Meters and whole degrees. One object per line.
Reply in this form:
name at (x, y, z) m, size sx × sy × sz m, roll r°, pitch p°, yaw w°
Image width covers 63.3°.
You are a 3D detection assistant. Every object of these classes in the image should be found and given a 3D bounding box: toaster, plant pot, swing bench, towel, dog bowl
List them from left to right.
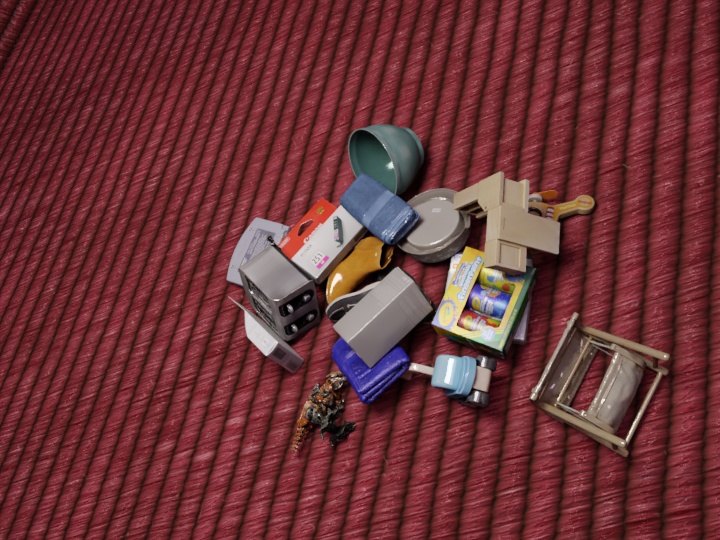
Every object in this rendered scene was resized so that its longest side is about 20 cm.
toaster at (-0.202, 0.049, 1.452) m, size 0.118 × 0.182 × 0.200 m, roll -35°, pitch 58°, yaw -23°
towel at (0.017, 0.199, 1.349) m, size 0.148 × 0.050 × 0.200 m, roll -43°, pitch 36°, yaw 0°
towel at (0.044, -0.151, 1.444) m, size 0.112 × 0.049 × 0.200 m, roll -46°, pitch 59°, yaw -2°
plant pot at (0.080, -0.292, 1.513) m, size 0.134 × 0.201 × 0.200 m, roll -29°, pitch 57°, yaw -25°
dog bowl at (0.180, -0.106, 1.433) m, size 0.199 × 0.059 × 0.201 m, roll -15°, pitch 50°, yaw 19°
swing bench at (0.474, 0.226, 1.165) m, size 0.199 × 0.130 × 0.200 m, roll 26°, pitch 79°, yaw 33°

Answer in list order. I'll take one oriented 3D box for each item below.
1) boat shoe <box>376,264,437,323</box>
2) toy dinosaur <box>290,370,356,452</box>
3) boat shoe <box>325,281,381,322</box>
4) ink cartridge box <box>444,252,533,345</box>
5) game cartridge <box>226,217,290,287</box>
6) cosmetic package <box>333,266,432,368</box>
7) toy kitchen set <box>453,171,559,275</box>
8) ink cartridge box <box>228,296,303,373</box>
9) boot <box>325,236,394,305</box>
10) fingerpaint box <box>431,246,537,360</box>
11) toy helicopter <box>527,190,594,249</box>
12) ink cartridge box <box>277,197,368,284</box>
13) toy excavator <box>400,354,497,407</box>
boat shoe at (0.107, 0.046, 1.416) m, size 0.074 × 0.063 × 0.201 m, roll -46°, pitch 58°, yaw 2°
toy dinosaur at (-0.088, 0.336, 1.366) m, size 0.135 × 0.102 × 0.201 m, roll 29°, pitch 98°, yaw 43°
boat shoe at (-0.001, 0.090, 1.412) m, size 0.199 × 0.074 × 0.061 m, roll -24°, pitch 55°, yaw 27°
ink cartridge box at (0.293, 0.062, 1.350) m, size 0.198 × 0.041 × 0.202 m, roll 5°, pitch 69°, yaw 22°
game cartridge at (-0.288, -0.046, 1.620) m, size 0.132 × 0.041 × 0.201 m, roll 17°, pitch 75°, yaw 22°
cosmetic package at (0.051, 0.105, 1.299) m, size 0.200 × 0.107 × 0.090 m, roll -39°, pitch 36°, yaw -5°
toy kitchen set at (0.318, -0.081, 1.297) m, size 0.180 × 0.162 × 0.202 m, roll 160°, pitch 119°, yaw -64°
ink cartridge box at (-0.244, 0.160, 1.443) m, size 0.200 × 0.160 × 0.047 m, roll 37°, pitch 82°, yaw 30°
boot at (0.001, 0.000, 1.443) m, size 0.143 × 0.071 × 0.202 m, roll -2°, pitch 56°, yaw 52°
fingerpaint box at (0.274, 0.069, 1.287) m, size 0.166 × 0.073 × 0.201 m, roll 20°, pitch 75°, yaw 26°
toy helicopter at (0.448, -0.141, 1.374) m, size 0.198 × 0.079 × 0.133 m, roll -15°, pitch 54°, yaw 2°
ink cartridge box at (-0.104, -0.089, 1.496) m, size 0.173 × 0.044 × 0.200 m, roll 35°, pitch 75°, yaw 24°
toy excavator at (0.175, 0.225, 1.282) m, size 0.198 × 0.195 × 0.101 m, roll 18°, pitch 73°, yaw -3°
